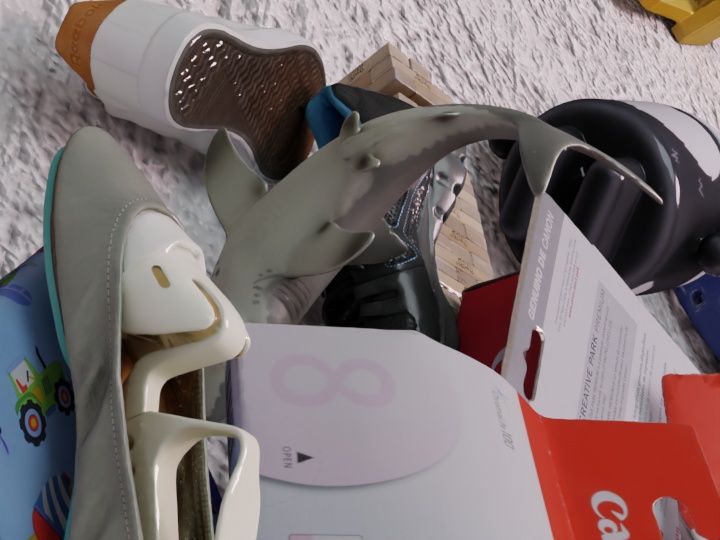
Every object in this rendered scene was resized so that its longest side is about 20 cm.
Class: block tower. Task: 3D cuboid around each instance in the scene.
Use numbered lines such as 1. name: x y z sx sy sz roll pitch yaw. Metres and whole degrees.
1. block tower: 0.028 -0.030 1.018 0.054 0.058 0.201 30 37 -37

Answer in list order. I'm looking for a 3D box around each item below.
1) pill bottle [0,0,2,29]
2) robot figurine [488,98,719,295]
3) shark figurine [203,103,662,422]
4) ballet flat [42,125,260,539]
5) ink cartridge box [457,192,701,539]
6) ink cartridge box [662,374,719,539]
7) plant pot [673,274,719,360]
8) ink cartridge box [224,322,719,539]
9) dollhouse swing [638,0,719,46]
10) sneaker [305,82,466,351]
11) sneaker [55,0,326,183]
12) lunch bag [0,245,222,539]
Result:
1. pill bottle: -0.220 -0.088 0.629 0.113 0.112 0.200 57 28 6
2. robot figurine: 0.164 -0.047 1.176 0.199 0.124 0.151 -4 70 -59
3. shark figurine: 0.015 -0.027 0.831 0.089 0.214 0.129 36 29 -49
4. ballet flat: -0.061 0.042 0.598 0.067 0.063 0.202 37 44 -57
5. ink cartridge box: 0.086 0.095 0.873 0.176 0.083 0.201 47 39 -29
6. ink cartridge box: 0.225 0.134 0.838 0.161 0.057 0.202 1 70 -9
7. plant pot: 0.349 0.030 1.314 0.199 0.199 0.181 28 42 -41
8. ink cartridge box: 0.051 0.088 0.701 0.198 0.057 0.163 -1 36 -7
9. dollhouse swing: 0.290 -0.327 1.666 0.201 0.181 0.176 62 8 14
10. sneaker: 0.000 0.000 0.912 0.082 0.073 0.201 25 50 -29
11. sneaker: -0.079 -0.096 0.912 0.084 0.073 0.200 22 -1 21
12. lunch bag: -0.097 0.105 0.646 0.201 0.094 0.151 59 23 -11
